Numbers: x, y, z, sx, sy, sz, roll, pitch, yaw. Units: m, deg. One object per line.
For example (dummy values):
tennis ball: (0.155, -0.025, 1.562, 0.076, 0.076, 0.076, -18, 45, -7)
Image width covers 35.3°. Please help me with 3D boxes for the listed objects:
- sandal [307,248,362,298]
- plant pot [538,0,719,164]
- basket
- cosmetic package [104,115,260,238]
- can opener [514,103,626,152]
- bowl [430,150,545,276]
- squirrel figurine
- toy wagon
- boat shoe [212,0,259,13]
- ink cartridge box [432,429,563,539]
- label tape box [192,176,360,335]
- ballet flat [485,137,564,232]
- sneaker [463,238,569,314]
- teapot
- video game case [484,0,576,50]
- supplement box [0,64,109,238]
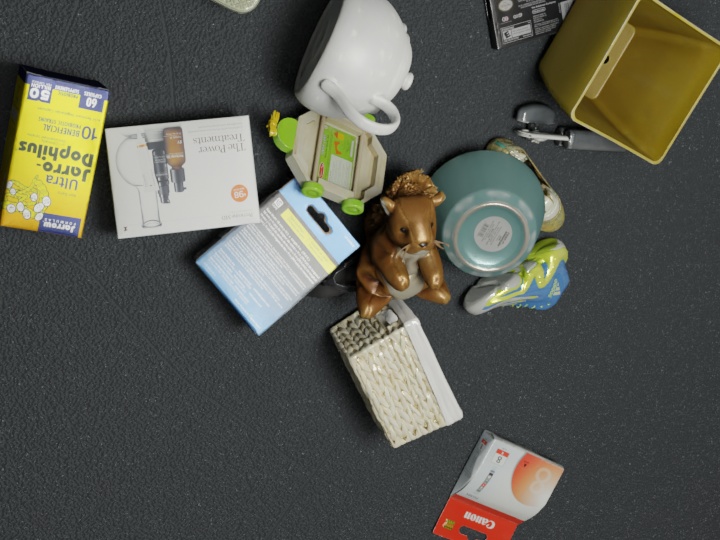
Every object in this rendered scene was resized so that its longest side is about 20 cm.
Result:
sandal: (0.000, -0.001, 1.734, 0.198, 0.043, 0.077, -8, 107, -19)
plant pot: (0.390, -0.312, 1.711, 0.199, 0.177, 0.201, 21, 107, -32)
basket: (0.052, 0.155, 1.744, 0.123, 0.136, 0.201, -29, 116, -6)
cosmetic package: (-0.245, -0.130, 1.566, 0.198, 0.052, 0.152, -7, 96, -11)
can opener: (0.337, -0.227, 1.799, 0.198, 0.053, 0.067, 0, 105, -23)
bowl: (0.191, -0.071, 1.722, 0.199, 0.105, 0.202, -1, 116, -1)
squirrel figurine: (0.059, -0.059, 1.637, 0.140, 0.201, 0.187, -5, 144, -7)
toy wagon: (-0.052, -0.174, 1.630, 0.199, 0.039, 0.156, 21, 63, -27)
boat shoe: (-0.225, -0.412, 1.523, 0.199, 0.062, 0.075, 29, 98, -10)
ink cartridge box: (0.235, 0.391, 1.933, 0.161, 0.050, 0.201, 25, 91, -25)
label tape box: (-0.123, -0.026, 1.653, 0.200, 0.063, 0.144, -41, 102, -7)
ballet flat: (0.270, -0.128, 1.793, 0.071, 0.071, 0.200, -44, 116, -5)
sneaker: (0.264, 0.037, 1.832, 0.199, 0.076, 0.106, -32, 114, -11)
teapot: (0.006, -0.287, 1.568, 0.145, 0.197, 0.201, 24, 86, -15)
video game case: (0.277, -0.452, 1.729, 0.199, 0.025, 0.182, -18, 111, -15)
supplement box: (-0.409, -0.158, 1.493, 0.108, 0.109, 0.202, 9, 102, -23)
